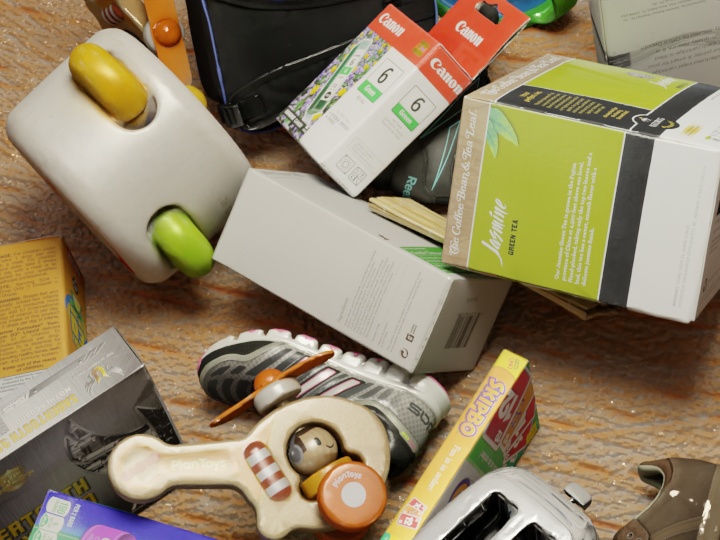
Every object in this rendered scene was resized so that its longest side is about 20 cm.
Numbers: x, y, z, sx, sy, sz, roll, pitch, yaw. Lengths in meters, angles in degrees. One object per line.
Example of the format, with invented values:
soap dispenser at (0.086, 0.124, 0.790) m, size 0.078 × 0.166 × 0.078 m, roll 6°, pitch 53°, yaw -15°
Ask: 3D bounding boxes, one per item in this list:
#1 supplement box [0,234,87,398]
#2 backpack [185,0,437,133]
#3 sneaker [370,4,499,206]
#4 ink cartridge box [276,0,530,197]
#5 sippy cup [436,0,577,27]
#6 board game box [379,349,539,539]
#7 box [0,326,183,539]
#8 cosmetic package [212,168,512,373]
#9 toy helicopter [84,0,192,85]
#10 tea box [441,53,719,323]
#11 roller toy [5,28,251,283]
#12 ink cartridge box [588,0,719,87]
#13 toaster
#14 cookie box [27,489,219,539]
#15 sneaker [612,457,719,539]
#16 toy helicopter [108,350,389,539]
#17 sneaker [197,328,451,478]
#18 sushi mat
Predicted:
supplement box at (-0.253, 0.070, 1.633) m, size 0.069 × 0.067 × 0.200 m, roll -13°, pitch 54°, yaw 2°
backpack at (-0.048, -0.234, 1.735) m, size 0.200 × 0.183 × 0.147 m, roll -18°, pitch 32°, yaw -11°
sneaker at (0.078, -0.136, 1.717) m, size 0.079 × 0.075 × 0.200 m, roll 24°, pitch 67°, yaw 8°
ink cartridge box at (0.032, -0.160, 1.653) m, size 0.200 × 0.050 × 0.109 m, roll -45°, pitch 32°, yaw 2°
sippy cup at (0.113, -0.296, 1.774) m, size 0.177 × 0.130 × 0.140 m, roll 9°, pitch 57°, yaw 18°
board game box at (0.067, 0.160, 1.483) m, size 0.030 × 0.096 × 0.200 m, roll 26°, pitch 64°, yaw 25°
box at (-0.231, 0.150, 1.515) m, size 0.200 × 0.159 × 0.048 m, roll -33°, pitch 56°, yaw -13°
cosmetic package at (0.000, 0.000, 1.591) m, size 0.200 × 0.108 × 0.085 m, roll 30°, pitch 104°, yaw 26°
toy helicopter at (-0.199, -0.225, 1.746) m, size 0.079 × 0.200 × 0.132 m, roll -41°, pitch 40°, yaw -17°
tea box at (0.190, -0.069, 1.540) m, size 0.196 × 0.134 × 0.200 m, roll 15°, pitch 20°, yaw 20°
roller toy at (-0.180, -0.097, 1.650) m, size 0.140 × 0.200 × 0.182 m, roll -44°, pitch 19°, yaw -6°
ink cartridge box at (0.256, -0.219, 1.648) m, size 0.145 × 0.200 × 0.083 m, roll -14°, pitch 50°, yaw 2°
toaster at (0.086, 0.229, 1.411) m, size 0.200 × 0.129 × 0.114 m, roll -40°, pitch 56°, yaw -16°
cookie box at (-0.152, 0.267, 1.444) m, size 0.200 × 0.075 × 0.171 m, roll 16°, pitch 59°, yaw 5°
sneaker at (0.207, 0.217, 1.435) m, size 0.075 × 0.071 × 0.200 m, roll 10°, pitch 49°, yaw 19°
toy helicopter at (-0.079, 0.128, 1.466) m, size 0.200 × 0.079 × 0.133 m, roll -2°, pitch 74°, yaw -9°
sneaker at (-0.037, 0.106, 1.557) m, size 0.200 × 0.074 × 0.088 m, roll 12°, pitch 52°, yaw 14°
sushi mat at (0.103, -0.012, 1.598) m, size 0.200 × 0.096 × 0.012 m, roll 27°, pitch 102°, yaw 22°
